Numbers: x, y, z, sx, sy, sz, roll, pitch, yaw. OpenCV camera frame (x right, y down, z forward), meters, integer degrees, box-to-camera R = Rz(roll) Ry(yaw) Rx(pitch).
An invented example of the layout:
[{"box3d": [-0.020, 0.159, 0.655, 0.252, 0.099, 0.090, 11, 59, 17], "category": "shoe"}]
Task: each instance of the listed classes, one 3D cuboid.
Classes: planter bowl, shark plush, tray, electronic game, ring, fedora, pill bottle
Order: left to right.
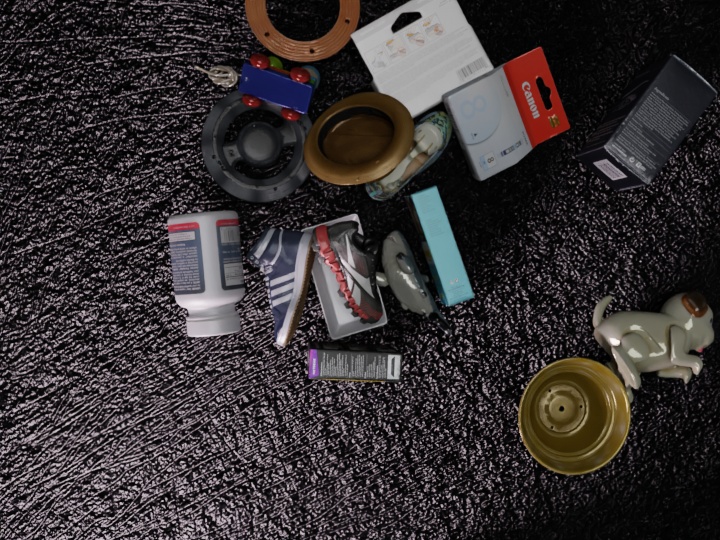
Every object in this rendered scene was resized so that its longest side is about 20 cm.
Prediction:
[{"box3d": [-0.256, 0.005, 1.485, 0.118, 0.120, 0.202, -5, 92, -4], "category": "pill bottle"}, {"box3d": [-0.174, -0.217, 1.525, 0.198, 0.042, 0.202, 1, 85, -10], "category": "electronic game"}, {"box3d": [-0.100, -0.457, 1.531, 0.198, 0.019, 0.203, 1, 84, -6], "category": "ring"}, {"box3d": [-0.029, 0.011, 1.552, 0.106, 0.022, 0.202, -16, 92, -5], "category": "tray"}, {"box3d": [0.004, -0.207, 1.499, 0.198, 0.082, 0.202, -10, 58, 16], "category": "fedora"}, {"box3d": [0.106, 0.024, 1.537, 0.200, 0.083, 0.091, 44, 130, -1], "category": "shark plush"}, {"box3d": [0.365, 0.250, 1.557, 0.198, 0.083, 0.203, 0, 90, -4], "category": "planter bowl"}]

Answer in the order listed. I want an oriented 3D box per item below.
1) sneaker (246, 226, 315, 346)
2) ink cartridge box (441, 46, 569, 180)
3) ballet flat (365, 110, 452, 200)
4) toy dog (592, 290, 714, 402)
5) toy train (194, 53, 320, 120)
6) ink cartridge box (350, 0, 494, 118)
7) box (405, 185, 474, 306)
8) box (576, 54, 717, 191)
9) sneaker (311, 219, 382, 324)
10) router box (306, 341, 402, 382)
[{"box3d": [-0.147, 0.023, 1.521, 0.107, 0.070, 0.202, 15, 99, 6], "category": "sneaker"}, {"box3d": [0.260, -0.272, 1.538, 0.199, 0.047, 0.161, -26, 108, -2], "category": "ink cartridge box"}, {"box3d": [0.091, -0.198, 1.535, 0.074, 0.074, 0.200, 42, 88, -4], "category": "ballet flat"}, {"box3d": [0.525, 0.116, 1.556, 0.198, 0.140, 0.195, -24, 56, -2], "category": "toy dog"}, {"box3d": [-0.167, -0.333, 1.494, 0.198, 0.116, 0.085, 19, 120, 2], "category": "toy train"}, {"box3d": [0.106, -0.375, 1.543, 0.199, 0.045, 0.177, -30, 94, -4], "category": "ink cartridge box"}, {"box3d": [0.136, -0.042, 1.534, 0.049, 0.082, 0.202, -20, 92, -3], "category": "box"}, {"box3d": [0.489, -0.250, 1.525, 0.104, 0.148, 0.201, 38, 89, -4], "category": "box"}, {"box3d": [0.000, 0.000, 1.483, 0.097, 0.071, 0.202, -23, 113, 13], "category": "sneaker"}, {"box3d": [-0.014, 0.149, 1.467, 0.147, 0.200, 0.052, 3, 88, -4], "category": "router box"}]
